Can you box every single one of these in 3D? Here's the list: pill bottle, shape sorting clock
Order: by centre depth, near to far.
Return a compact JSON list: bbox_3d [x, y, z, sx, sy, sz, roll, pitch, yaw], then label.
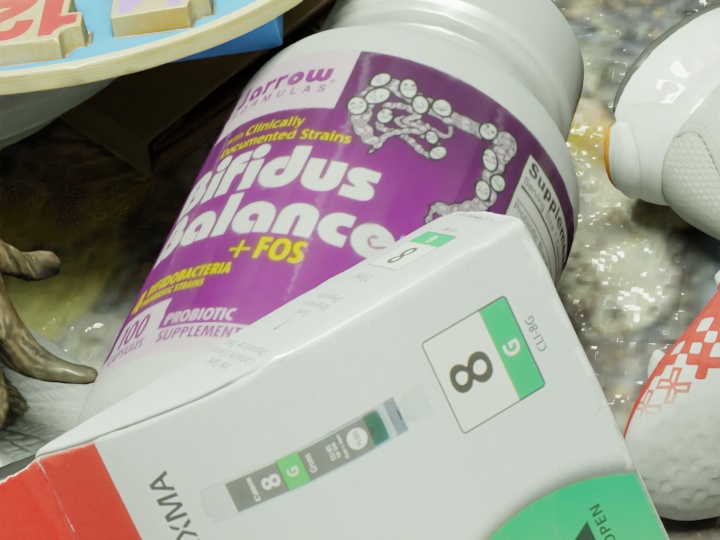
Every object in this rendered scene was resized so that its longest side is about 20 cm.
[{"bbox_3d":[0.000,0.000,0.866,0.112,0.112,0.200,8,48,18],"label":"pill bottle"},{"bbox_3d":[-0.094,-0.106,0.921,0.199,0.039,0.200,-7,35,5],"label":"shape sorting clock"}]

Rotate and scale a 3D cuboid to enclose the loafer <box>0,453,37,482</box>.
[{"bbox_3d":[-0.113,0.139,0.772,0.071,0.073,0.200,31,79,23],"label":"loafer"}]

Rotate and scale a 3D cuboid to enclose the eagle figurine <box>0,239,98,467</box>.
[{"bbox_3d":[-0.187,0.035,0.881,0.200,0.151,0.152,-31,-4,21],"label":"eagle figurine"}]

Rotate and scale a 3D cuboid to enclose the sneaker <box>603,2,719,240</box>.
[{"bbox_3d":[0.175,-0.068,0.936,0.200,0.076,0.092,-41,59,-17],"label":"sneaker"}]

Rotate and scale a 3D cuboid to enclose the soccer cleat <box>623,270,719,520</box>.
[{"bbox_3d":[0.162,0.019,0.813,0.200,0.069,0.085,-30,35,10],"label":"soccer cleat"}]

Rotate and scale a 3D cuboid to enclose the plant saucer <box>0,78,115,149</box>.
[{"bbox_3d":[-0.143,-0.081,0.976,0.200,0.050,0.200,-7,34,5],"label":"plant saucer"}]

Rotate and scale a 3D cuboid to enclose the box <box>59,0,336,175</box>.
[{"bbox_3d":[-0.083,-0.125,1.068,0.200,0.021,0.163,32,60,34],"label":"box"}]

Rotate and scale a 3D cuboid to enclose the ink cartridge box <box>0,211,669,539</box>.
[{"bbox_3d":[-0.015,0.101,0.740,0.200,0.161,0.050,-30,14,-20],"label":"ink cartridge box"}]
